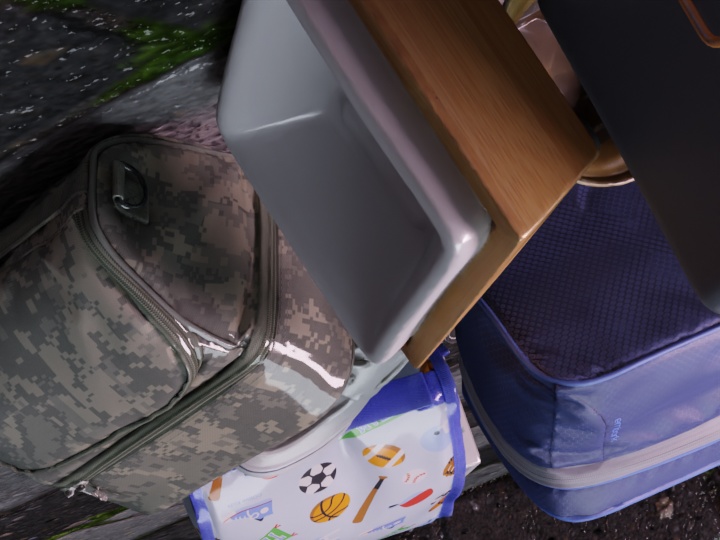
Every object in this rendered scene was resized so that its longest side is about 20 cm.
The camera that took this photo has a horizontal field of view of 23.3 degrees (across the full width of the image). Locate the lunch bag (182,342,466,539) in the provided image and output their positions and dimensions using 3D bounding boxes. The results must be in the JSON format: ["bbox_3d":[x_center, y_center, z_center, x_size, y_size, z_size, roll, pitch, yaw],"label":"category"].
[{"bbox_3d":[-0.029,0.105,1.054,0.170,0.124,0.200,-18,166,-6],"label":"lunch bag"}]

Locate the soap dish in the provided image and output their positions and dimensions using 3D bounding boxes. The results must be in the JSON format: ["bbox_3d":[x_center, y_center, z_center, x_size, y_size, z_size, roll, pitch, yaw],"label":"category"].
[{"bbox_3d":[0.014,-0.056,0.727,0.081,0.157,0.200,-30,170,-16],"label":"soap dish"}]

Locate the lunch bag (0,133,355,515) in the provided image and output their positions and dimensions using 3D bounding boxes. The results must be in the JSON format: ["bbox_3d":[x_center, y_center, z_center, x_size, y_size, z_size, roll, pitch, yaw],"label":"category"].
[{"bbox_3d":[-0.124,0.023,0.884,0.168,0.140,0.200,28,138,-34],"label":"lunch bag"}]

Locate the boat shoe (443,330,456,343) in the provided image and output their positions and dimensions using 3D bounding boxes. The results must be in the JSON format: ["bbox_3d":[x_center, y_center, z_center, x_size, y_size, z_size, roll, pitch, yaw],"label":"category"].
[{"bbox_3d":[0.120,0.000,1.153,0.200,0.066,0.070,-30,146,-37],"label":"boat shoe"}]

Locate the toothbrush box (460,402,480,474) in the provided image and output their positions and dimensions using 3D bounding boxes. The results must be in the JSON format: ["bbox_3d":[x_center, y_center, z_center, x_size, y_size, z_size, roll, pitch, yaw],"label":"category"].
[{"bbox_3d":[-0.025,0.123,1.396,0.200,0.146,0.086,-18,166,-11],"label":"toothbrush box"}]

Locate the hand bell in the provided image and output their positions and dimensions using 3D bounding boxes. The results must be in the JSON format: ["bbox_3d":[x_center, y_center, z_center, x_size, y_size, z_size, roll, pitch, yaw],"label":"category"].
[{"bbox_3d":[0.057,-0.085,0.832,0.104,0.104,0.200,-13,-176,-26],"label":"hand bell"}]

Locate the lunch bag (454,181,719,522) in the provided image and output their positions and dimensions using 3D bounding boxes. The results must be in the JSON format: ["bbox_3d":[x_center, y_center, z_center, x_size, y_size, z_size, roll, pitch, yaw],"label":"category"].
[{"bbox_3d":[0.149,0.027,0.895,0.200,0.136,0.132,-21,138,-12],"label":"lunch bag"}]

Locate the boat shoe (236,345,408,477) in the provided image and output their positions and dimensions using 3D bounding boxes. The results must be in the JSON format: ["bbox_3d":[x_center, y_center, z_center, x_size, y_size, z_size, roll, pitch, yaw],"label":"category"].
[{"bbox_3d":[-0.005,0.028,0.925,0.200,0.074,0.065,-51,177,0],"label":"boat shoe"}]

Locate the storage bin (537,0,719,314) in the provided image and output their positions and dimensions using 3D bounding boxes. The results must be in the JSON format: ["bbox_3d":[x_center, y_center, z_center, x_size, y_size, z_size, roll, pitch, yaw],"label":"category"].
[{"bbox_3d":[0.156,-0.082,0.656,0.145,0.200,0.134,-7,152,-42],"label":"storage bin"}]
